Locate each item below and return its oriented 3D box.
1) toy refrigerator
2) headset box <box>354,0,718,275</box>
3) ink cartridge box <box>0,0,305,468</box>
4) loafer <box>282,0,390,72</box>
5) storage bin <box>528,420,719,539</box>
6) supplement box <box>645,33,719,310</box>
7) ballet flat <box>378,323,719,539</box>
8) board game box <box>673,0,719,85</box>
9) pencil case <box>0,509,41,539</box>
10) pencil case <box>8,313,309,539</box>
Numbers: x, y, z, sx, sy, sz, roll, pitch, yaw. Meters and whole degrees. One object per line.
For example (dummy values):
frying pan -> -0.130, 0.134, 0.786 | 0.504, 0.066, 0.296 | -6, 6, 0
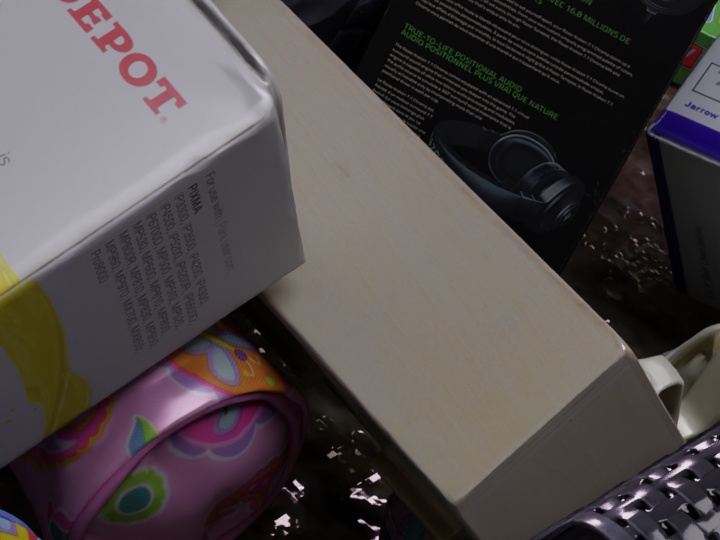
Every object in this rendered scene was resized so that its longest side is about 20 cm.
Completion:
toy refrigerator -> 0.000, 0.000, 0.834 | 0.200, 0.070, 0.076 | 46, -5, 34
headset box -> 0.069, -0.098, 0.967 | 0.092, 0.200, 0.174 | 29, 37, 2
ink cartridge box -> -0.134, -0.016, 0.762 | 0.200, 0.084, 0.145 | -34, 63, -13
loafer -> -0.054, -0.083, 0.974 | 0.063, 0.072, 0.200 | 39, 25, 15
storage bin -> 0.125, 0.133, 0.727 | 0.094, 0.135, 0.201 | -28, 84, -20
supplement box -> 0.197, -0.075, 1.013 | 0.103, 0.101, 0.200 | 25, 67, 26
ballet flat -> 0.089, 0.053, 0.911 | 0.199, 0.071, 0.069 | -14, 52, -43
board game box -> 0.110, -0.156, 1.205 | 0.134, 0.029, 0.200 | 25, 37, -4
pencil case -> -0.086, 0.147, 0.679 | 0.086, 0.078, 0.201 | -14, 48, -5
pencil case -> -0.100, -0.003, 0.849 | 0.087, 0.088, 0.200 | -14, 53, -42
